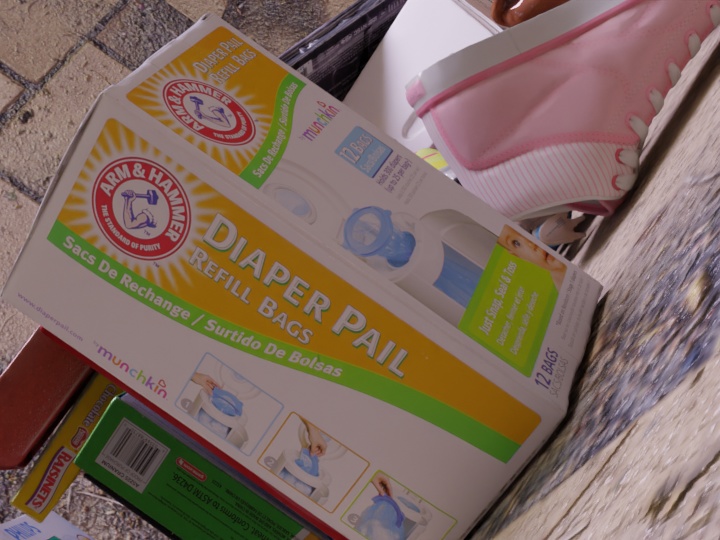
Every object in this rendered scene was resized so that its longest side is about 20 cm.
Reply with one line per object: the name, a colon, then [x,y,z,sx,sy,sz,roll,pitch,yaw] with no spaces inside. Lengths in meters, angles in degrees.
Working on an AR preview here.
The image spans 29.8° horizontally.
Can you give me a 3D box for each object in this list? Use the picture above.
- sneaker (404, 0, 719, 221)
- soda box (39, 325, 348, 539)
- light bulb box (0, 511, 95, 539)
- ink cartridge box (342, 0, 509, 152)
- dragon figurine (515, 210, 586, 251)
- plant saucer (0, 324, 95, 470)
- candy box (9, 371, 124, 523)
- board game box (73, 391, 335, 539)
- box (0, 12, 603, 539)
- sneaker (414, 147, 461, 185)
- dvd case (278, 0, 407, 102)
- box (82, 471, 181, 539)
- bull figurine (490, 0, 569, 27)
sneaker: [0.131,-0.089,0.673,0.199,0.105,0.075,-26,-5,-5]
soda box: [-0.050,0.051,0.660,0.064,0.199,0.070,-54,2,29]
light bulb box: [-0.212,0.288,1.018,0.125,0.199,0.198,-55,1,-6]
ink cartridge box: [0.082,-0.112,0.966,0.199,0.084,0.145,3,-54,-57]
dragon figurine: [0.096,-0.039,0.752,0.201,0.059,0.099,-55,0,-17]
plant saucer: [-0.162,0.040,0.787,0.200,0.037,0.200,-54,6,-15]
candy box: [-0.159,0.086,0.819,0.103,0.026,0.200,-54,5,-2]
board game box: [-0.064,0.115,0.751,0.040,0.153,0.200,-55,-1,3]
box: [-0.020,0.007,0.533,0.102,0.199,0.113,-55,0,30]
sneaker: [0.000,0.000,0.846,0.200,0.078,0.090,-39,34,7]
dvd case: [-0.016,-0.100,0.969,0.148,0.016,0.201,-39,-30,-21]
box: [-0.060,0.098,0.914,0.201,0.163,0.086,-56,1,-1]
bull figurine: [0.166,-0.187,0.886,0.199,0.065,0.121,-10,-28,-51]
